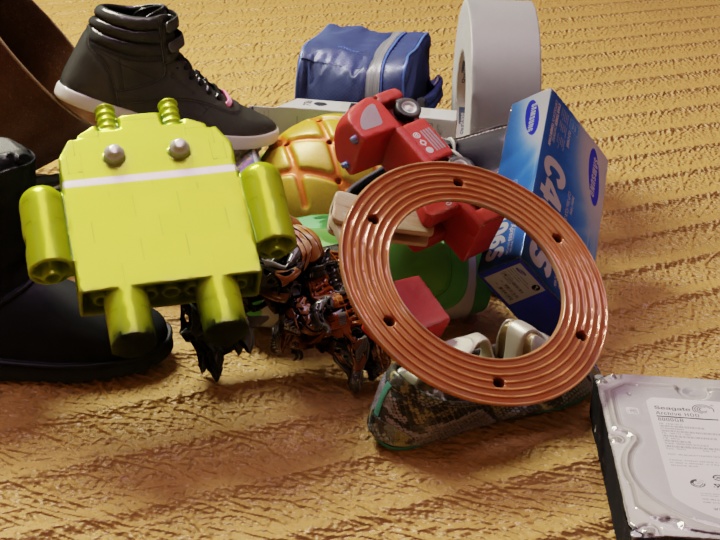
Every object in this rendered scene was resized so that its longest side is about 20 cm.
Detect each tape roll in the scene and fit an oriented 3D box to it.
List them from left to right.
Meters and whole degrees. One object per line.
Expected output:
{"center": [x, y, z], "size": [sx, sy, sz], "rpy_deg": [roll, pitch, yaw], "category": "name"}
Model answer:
{"center": [0.127, -0.159, 1.314], "size": [0.066, 0.201, 0.200], "rpy_deg": [2, 24, -1], "category": "tape roll"}

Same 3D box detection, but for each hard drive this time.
{"center": [0.228, 0.130, 0.880], "size": [0.139, 0.038, 0.200], "rpy_deg": [4, 23, 2], "category": "hard drive"}

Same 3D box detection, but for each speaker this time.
{"center": [0.000, 0.000, 1.086], "size": [0.200, 0.089, 0.088], "rpy_deg": [-2, 25, -11], "category": "speaker"}

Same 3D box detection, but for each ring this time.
{"center": [0.078, 0.008, 0.943], "size": [0.200, 0.019, 0.201], "rpy_deg": [11, 54, -15], "category": "ring"}

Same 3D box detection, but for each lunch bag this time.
{"center": [0.015, -0.178, 1.423], "size": [0.132, 0.136, 0.200], "rpy_deg": [8, 23, 10], "category": "lunch bag"}

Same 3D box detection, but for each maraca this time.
{"center": [-0.043, -0.068, 1.217], "size": [0.137, 0.107, 0.200], "rpy_deg": [34, 57, 28], "category": "maraca"}

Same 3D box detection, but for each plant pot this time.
{"center": [-0.360, -0.140, 1.224], "size": [0.200, 0.187, 0.187], "rpy_deg": [-37, 24, 9], "category": "plant pot"}

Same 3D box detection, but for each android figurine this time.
{"center": [-0.139, -0.037, 0.931], "size": [0.182, 0.041, 0.200], "rpy_deg": [-6, 58, -13], "category": "android figurine"}

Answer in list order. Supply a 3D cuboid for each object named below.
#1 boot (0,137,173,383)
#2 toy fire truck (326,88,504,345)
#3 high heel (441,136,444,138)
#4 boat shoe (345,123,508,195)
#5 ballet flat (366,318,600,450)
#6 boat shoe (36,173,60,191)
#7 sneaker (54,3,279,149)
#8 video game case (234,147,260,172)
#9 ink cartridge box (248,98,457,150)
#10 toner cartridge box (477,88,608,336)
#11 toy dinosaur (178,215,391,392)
{"center": [-0.235, -0.008, 0.977], "size": [0.200, 0.168, 0.076], "rpy_deg": [-1, 24, -10], "category": "boot"}
{"center": [0.027, -0.039, 1.005], "size": [0.141, 0.049, 0.200], "rpy_deg": [-24, 64, -32], "category": "toy fire truck"}
{"center": [0.113, -0.044, 1.181], "size": [0.067, 0.096, 0.200], "rpy_deg": [-16, 30, -36], "category": "high heel"}
{"center": [0.069, -0.079, 1.157], "size": [0.200, 0.063, 0.073], "rpy_deg": [-29, 54, -15], "category": "boat shoe"}
{"center": [0.096, 0.072, 0.958], "size": [0.200, 0.072, 0.072], "rpy_deg": [-13, 28, -32], "category": "ballet flat"}
{"center": [-0.295, -0.040, 1.162], "size": [0.062, 0.073, 0.200], "rpy_deg": [8, 19, 20], "category": "boat shoe"}
{"center": [-0.151, -0.168, 1.164], "size": [0.200, 0.099, 0.071], "rpy_deg": [13, 17, -23], "category": "sneaker"}
{"center": [-0.150, -0.062, 1.198], "size": [0.143, 0.018, 0.200], "rpy_deg": [-33, 25, 6], "category": "video game case"}
{"center": [-0.009, -0.111, 1.316], "size": [0.200, 0.100, 0.039], "rpy_deg": [5, 24, 3], "category": "ink cartridge box"}
{"center": [0.151, -0.047, 1.105], "size": [0.043, 0.095, 0.200], "rpy_deg": [-21, 38, 34], "category": "toner cartridge box"}
{"center": [-0.065, 0.010, 0.998], "size": [0.136, 0.102, 0.200], "rpy_deg": [-36, 66, -28], "category": "toy dinosaur"}
